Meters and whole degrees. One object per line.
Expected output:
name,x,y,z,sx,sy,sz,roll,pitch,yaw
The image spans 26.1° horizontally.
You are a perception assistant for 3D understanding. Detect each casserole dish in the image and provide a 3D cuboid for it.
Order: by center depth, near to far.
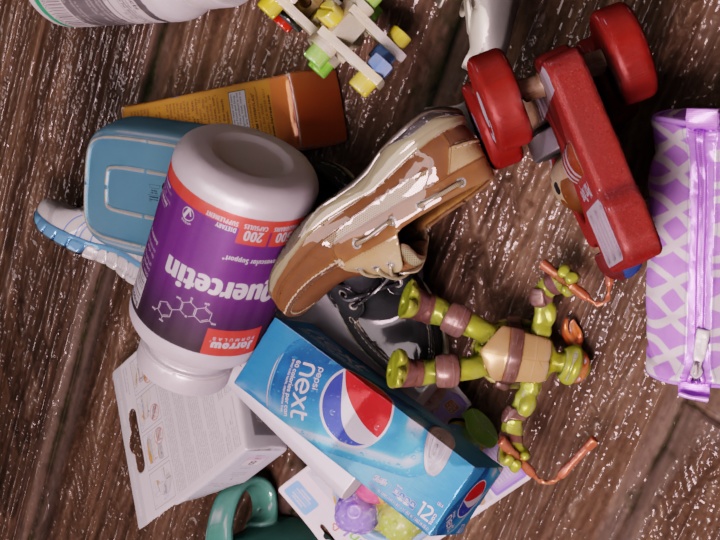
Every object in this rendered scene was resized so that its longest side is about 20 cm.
casserole dish,-0.167,-0.065,1.297,0.200,0.039,0.121,12,102,36

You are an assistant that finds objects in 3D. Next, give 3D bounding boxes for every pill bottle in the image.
pill bottle,-0.110,-0.004,1.189,0.112,0.112,0.200,37,123,26
pill bottle,-0.183,-0.264,1.305,0.200,0.113,0.113,4,103,37

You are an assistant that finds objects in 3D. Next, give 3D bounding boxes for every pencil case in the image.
pencil case,0.232,-0.013,1.055,0.084,0.085,0.200,3,101,27

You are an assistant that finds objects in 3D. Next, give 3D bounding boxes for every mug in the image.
mug,-0.096,0.293,1.362,0.185,0.114,0.152,48,125,19

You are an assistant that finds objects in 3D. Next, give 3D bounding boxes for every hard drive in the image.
hard drive,-0.041,0.067,1.255,0.200,0.025,0.132,42,101,23

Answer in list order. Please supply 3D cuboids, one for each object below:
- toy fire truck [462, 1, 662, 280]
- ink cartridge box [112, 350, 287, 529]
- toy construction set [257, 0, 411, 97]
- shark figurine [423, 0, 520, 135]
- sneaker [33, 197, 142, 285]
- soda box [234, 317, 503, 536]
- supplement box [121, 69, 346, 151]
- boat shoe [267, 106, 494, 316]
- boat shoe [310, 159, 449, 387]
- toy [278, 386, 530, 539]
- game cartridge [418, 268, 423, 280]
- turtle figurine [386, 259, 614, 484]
toy fire truck,0.149,-0.074,1.047,0.112,0.200,0.168,-20,85,1
ink cartridge box,-0.146,0.121,1.380,0.200,0.057,0.163,-43,53,48
toy construction set,-0.049,-0.225,1.186,0.092,0.131,0.200,-34,108,-2
shark figurine,0.107,-0.197,1.122,0.128,0.089,0.215,-176,84,-72
sneaker,-0.214,-0.042,1.418,0.200,0.075,0.087,23,96,31
soda box,0.005,0.117,1.176,0.200,0.068,0.064,35,98,24
supplement box,-0.110,-0.124,1.310,0.200,0.067,0.069,-7,95,38
boat shoe,0.014,-0.029,1.110,0.200,0.076,0.074,-45,75,26
boat shoe,0.002,-0.001,1.195,0.074,0.066,0.200,-26,74,11
toy,0.027,0.179,1.258,0.200,0.047,0.115,-40,90,27
game cartridge,-0.011,0.049,1.292,0.133,0.041,0.200,22,113,36
turtle figurine,0.107,0.051,1.154,0.161,0.064,0.200,11,101,-8
